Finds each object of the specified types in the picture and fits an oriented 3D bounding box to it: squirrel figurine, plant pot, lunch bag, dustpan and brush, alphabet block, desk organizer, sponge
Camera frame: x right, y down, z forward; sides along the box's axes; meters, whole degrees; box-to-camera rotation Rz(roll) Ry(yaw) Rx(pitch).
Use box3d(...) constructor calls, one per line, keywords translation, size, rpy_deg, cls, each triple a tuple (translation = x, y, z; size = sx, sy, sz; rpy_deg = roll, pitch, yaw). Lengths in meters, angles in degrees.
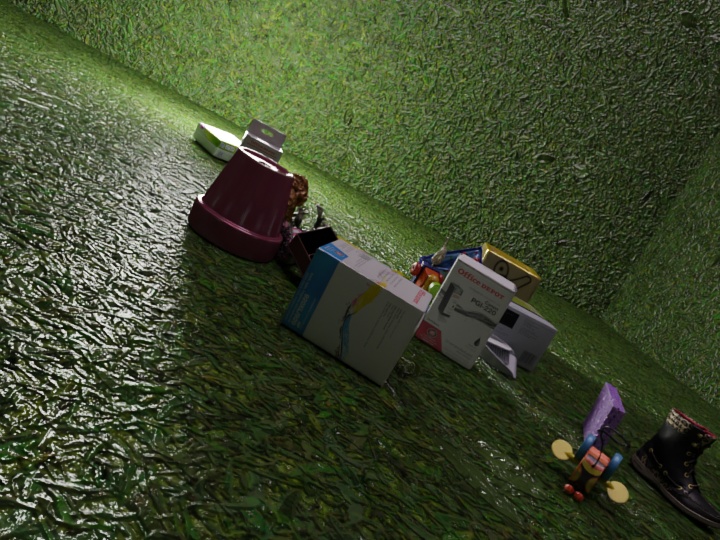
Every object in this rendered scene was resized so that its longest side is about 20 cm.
box3d(translation=(-0.228, -0.183, 1.428), size=(0.198, 0.144, 0.185), rpy_deg=(-5, -6, 42), cls="squirrel figurine")
box3d(translation=(-0.229, -0.143, 1.253), size=(0.198, 0.181, 0.200), rpy_deg=(28, 12, -6), cls="plant pot")
box3d(translation=(0.246, 0.008, 1.761), size=(0.196, 0.096, 0.151), rpy_deg=(-2, -25, -3), cls="lunch bag")
box3d(translation=(0.299, 0.169, 1.473), size=(0.198, 0.058, 0.140), rpy_deg=(26, 19, 8), cls="dustpan and brush")
box3d(translation=(0.430, 0.053, 1.924), size=(0.193, 0.202, 0.196), rpy_deg=(29, 12, 1), cls="alphabet block")
box3d(translation=(-0.066, -0.005, 1.196), size=(0.071, 0.077, 0.201), rpy_deg=(17, 33, -44), cls="desk organizer")
box3d(translation=(0.506, 0.310, 1.276), size=(0.030, 0.113, 0.200), rpy_deg=(29, 12, 14), cls="sponge")

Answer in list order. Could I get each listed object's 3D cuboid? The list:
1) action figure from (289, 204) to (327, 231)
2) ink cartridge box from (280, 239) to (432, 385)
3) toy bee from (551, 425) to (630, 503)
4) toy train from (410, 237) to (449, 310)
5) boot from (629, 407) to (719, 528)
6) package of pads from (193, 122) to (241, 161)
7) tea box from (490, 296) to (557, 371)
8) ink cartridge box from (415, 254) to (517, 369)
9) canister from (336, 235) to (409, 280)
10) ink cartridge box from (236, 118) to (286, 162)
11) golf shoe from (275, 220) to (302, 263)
box3d(translation=(-0.144, -0.125, 1.565), size=(0.198, 0.103, 0.119), rpy_deg=(29, 10, 15), cls="action figure")
box3d(translation=(0.000, 0.065, 1.022), size=(0.198, 0.146, 0.147), rpy_deg=(31, 13, 8), cls="ink cartridge box")
box3d(translation=(0.366, 0.321, 0.992), size=(0.130, 0.109, 0.201), rpy_deg=(30, -16, 47), cls="toy bee")
box3d(translation=(0.172, 0.024, 1.462), size=(0.084, 0.202, 0.116), rpy_deg=(24, 17, -20), cls="toy train")
box3d(translation=(0.655, 0.388, 1.209), size=(0.072, 0.152, 0.200), rpy_deg=(20, 15, -34), cls="boot")
box3d(translation=(-0.475, -0.434, 2.125), size=(0.153, 0.069, 0.200), rpy_deg=(15, 19, -44), cls="package of pads")
box3d(translation=(0.379, 0.137, 1.626), size=(0.198, 0.135, 0.197), rpy_deg=(27, 13, -12), cls="tea box")
box3d(translation=(0.229, 0.087, 1.322), size=(0.144, 0.202, 0.085), rpy_deg=(30, 12, 9), cls="ink cartridge box")
box3d(translation=(0.000, 0.000, 1.416), size=(0.199, 0.087, 0.148), rpy_deg=(33, 8, 23), cls="canister")
box3d(translation=(-0.297, -0.314, 1.729), size=(0.116, 0.202, 0.067), rpy_deg=(24, 13, -18), cls="ink cartridge box")
box3d(translation=(-0.142, -0.057, 1.357), size=(0.091, 0.073, 0.200), rpy_deg=(25, 13, -15), cls="golf shoe")
